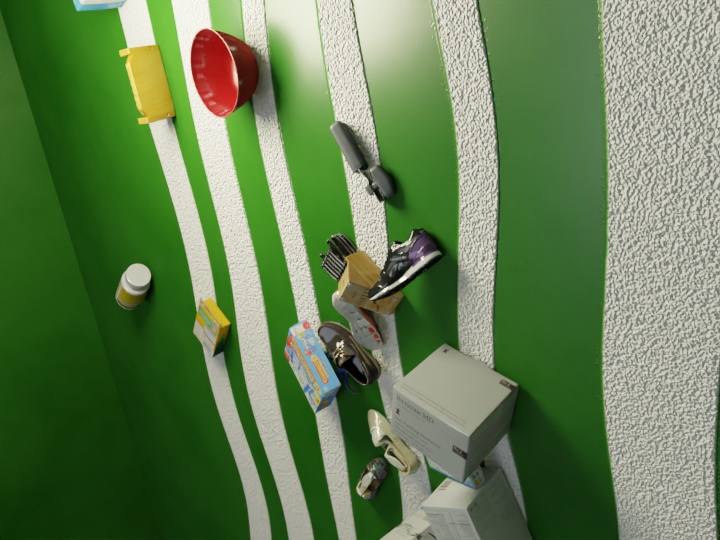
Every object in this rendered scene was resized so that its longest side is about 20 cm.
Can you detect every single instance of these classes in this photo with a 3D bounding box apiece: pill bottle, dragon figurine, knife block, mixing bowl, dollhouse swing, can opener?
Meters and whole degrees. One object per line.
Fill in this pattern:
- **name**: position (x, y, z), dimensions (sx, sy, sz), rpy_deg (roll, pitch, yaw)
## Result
- **pill bottle**: position (-0.898, 0.063, 2.368), dimensions (0.116, 0.113, 0.200), rpy_deg (56, 139, 8)
- **dragon figurine**: position (-0.040, 0.242, 1.582), dimensions (0.098, 0.058, 0.205), rpy_deg (-22, 92, 50)
- **knife block**: position (0.000, 0.000, 1.419), dimensions (0.179, 0.194, 0.065), rpy_deg (-91, 26, -46)
- **mixing bowl**: position (-0.319, -0.488, 1.463), dimensions (0.197, 0.107, 0.206), rpy_deg (23, 125, 37)
- **dollhouse swing**: position (-0.668, -0.545, 1.773), dimensions (0.170, 0.182, 0.207), rpy_deg (0, 112, 24)
- **can opener**: position (0.009, -0.241, 1.298), dimensions (0.066, 0.053, 0.204), rpy_deg (-30, 86, 17)

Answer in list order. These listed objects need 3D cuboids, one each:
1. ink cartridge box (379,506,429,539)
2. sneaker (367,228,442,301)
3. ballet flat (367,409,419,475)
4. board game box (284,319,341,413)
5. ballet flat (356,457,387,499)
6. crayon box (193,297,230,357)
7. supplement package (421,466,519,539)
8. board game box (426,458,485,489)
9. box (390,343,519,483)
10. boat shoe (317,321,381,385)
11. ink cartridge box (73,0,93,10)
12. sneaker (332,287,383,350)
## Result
- **ink cartridge box**: position (0.146, 0.663, 1.467), dimensions (0.085, 0.196, 0.145), rpy_deg (59, 160, 4)
- **sneaker**: position (0.083, -0.014, 1.296), dimensions (0.198, 0.075, 0.089), rpy_deg (-38, 75, 27)
- **ballet flat**: position (0.074, 0.453, 1.566), dimensions (0.200, 0.069, 0.071), rpy_deg (44, 136, 22)
- **board game box**: position (-0.136, 0.267, 1.641), dimensions (0.203, 0.055, 0.197), rpy_deg (59, 158, 18)
- **ballet flat**: position (0.020, 0.604, 1.701), dimensions (0.072, 0.071, 0.204), rpy_deg (41, 135, 23)
- **crayon box**: position (-0.514, 0.190, 2.070), dimensions (0.126, 0.051, 0.202), rpy_deg (46, 138, 19)
- **supplement package**: position (0.268, 0.581, 1.357), dimensions (0.149, 0.150, 0.205), rpy_deg (-22, 94, 50)
- **board game box**: position (0.200, 0.412, 1.388), dimensions (0.199, 0.033, 0.138), rpy_deg (-6, 106, 66)
- **box**: position (0.194, 0.288, 1.247), dimensions (0.196, 0.198, 0.135), rpy_deg (26, 129, 35)
- **boat shoe**: position (-0.033, 0.205, 1.489), dimensions (0.198, 0.073, 0.075), rpy_deg (39, 114, 10)
- **ink cartridge box**: position (-0.732, -0.854, 1.686), dimensions (0.197, 0.144, 0.151), rpy_deg (-9, 103, 48)
- **sneaker**: position (0.008, 0.106, 1.461), dimensions (0.075, 0.083, 0.203), rpy_deg (-11, 124, 32)
